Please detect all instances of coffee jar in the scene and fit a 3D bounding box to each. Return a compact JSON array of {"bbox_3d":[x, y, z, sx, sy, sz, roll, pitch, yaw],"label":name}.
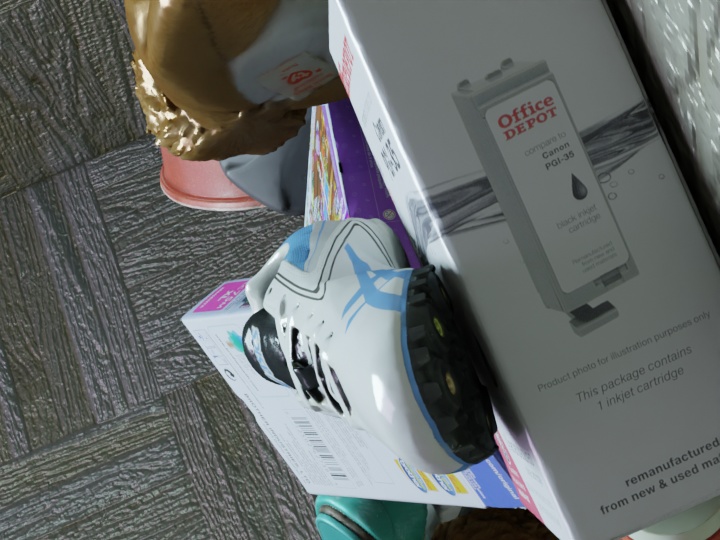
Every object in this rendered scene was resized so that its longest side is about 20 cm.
[{"bbox_3d":[-0.027,-0.099,1.074,0.085,0.105,0.200,32,-166,3],"label":"coffee jar"}]

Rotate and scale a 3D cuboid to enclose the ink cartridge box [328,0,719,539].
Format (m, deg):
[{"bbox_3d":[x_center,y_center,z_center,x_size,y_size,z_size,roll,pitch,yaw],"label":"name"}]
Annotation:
[{"bbox_3d":[0.062,-0.016,0.570,0.147,0.082,0.201,119,127,-88],"label":"ink cartridge box"}]

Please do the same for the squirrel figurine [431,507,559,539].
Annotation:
[{"bbox_3d":[0.122,0.226,0.931,0.142,0.186,0.201,86,-164,-61],"label":"squirrel figurine"}]

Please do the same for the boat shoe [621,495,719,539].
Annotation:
[{"bbox_3d":[0.105,0.067,0.701,0.063,0.071,0.200,64,176,-38],"label":"boat shoe"}]

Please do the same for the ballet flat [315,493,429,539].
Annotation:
[{"bbox_3d":[0.013,0.162,0.927,0.067,0.070,0.200,35,154,19],"label":"ballet flat"}]

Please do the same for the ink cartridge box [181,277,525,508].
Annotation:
[{"bbox_3d":[0.001,0.054,0.762,0.120,0.042,0.200,55,155,-15],"label":"ink cartridge box"}]

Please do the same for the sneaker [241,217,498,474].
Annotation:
[{"bbox_3d":[-0.002,0.029,0.560,0.200,0.072,0.072,-127,15,-76],"label":"sneaker"}]

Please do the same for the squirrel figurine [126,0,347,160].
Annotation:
[{"bbox_3d":[-0.059,-0.160,0.729,0.200,0.141,0.187,127,130,-58],"label":"squirrel figurine"}]

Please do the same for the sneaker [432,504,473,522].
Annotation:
[{"bbox_3d":[0.075,0.070,0.871,0.200,0.091,0.078,94,164,-55],"label":"sneaker"}]

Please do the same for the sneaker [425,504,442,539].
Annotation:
[{"bbox_3d":[0.031,0.165,1.002,0.085,0.073,0.200,-59,-41,-32],"label":"sneaker"}]

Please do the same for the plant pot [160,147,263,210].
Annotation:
[{"bbox_3d":[-0.084,-0.180,1.261,0.201,0.200,0.196,-117,12,-62],"label":"plant pot"}]

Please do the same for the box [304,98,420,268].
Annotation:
[{"bbox_3d":[0.000,0.000,0.860,0.200,0.039,0.137,97,165,-57],"label":"box"}]
